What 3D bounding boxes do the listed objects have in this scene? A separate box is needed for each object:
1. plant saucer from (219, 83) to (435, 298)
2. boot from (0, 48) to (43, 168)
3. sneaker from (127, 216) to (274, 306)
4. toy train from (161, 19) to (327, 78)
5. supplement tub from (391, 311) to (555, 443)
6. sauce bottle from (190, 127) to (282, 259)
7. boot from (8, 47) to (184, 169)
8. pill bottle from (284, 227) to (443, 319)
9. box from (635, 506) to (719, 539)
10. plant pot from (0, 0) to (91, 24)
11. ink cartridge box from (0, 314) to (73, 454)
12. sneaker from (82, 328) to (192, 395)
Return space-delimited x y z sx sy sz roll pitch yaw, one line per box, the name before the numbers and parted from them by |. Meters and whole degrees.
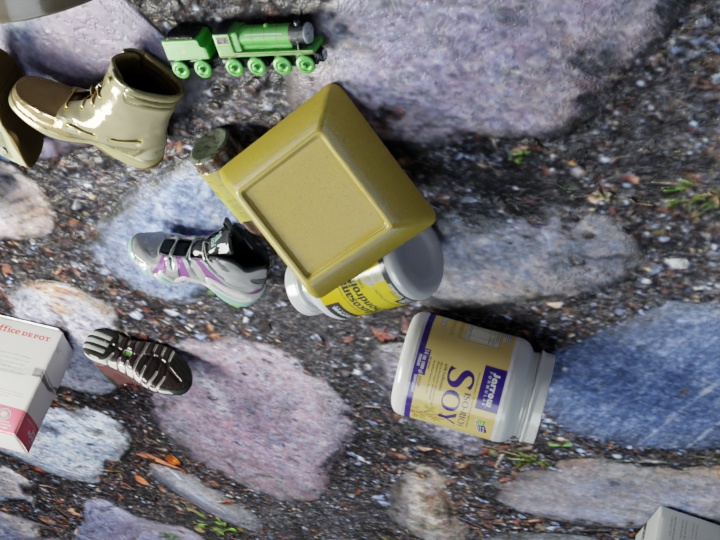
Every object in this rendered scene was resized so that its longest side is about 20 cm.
plant saucer | -0.047 -0.080 1.338 0.199 0.048 0.201 -33 100 29
boot | -0.498 -0.216 1.463 0.153 0.073 0.201 15 150 10
sneaker | -0.211 -0.033 1.573 0.198 0.078 0.140 17 145 -12
toy train | -0.129 -0.245 1.266 0.198 0.042 0.057 2 131 25
supplement tub | 0.152 0.148 1.564 0.198 0.146 0.146 15 146 8
sauce bottle | -0.137 -0.090 1.457 0.064 0.065 0.200 -6 136 33
boot | -0.314 -0.210 1.374 0.198 0.073 0.156 24 146 -9
pill bottle | 0.000 0.000 1.468 0.199 0.113 0.112 -16 132 41
box | 0.531 0.511 1.819 0.198 0.200 0.131 17 145 4
plant pot | -0.321 -0.355 1.103 0.198 0.201 0.175 3 126 23
ink cartridge box | -0.594 0.190 1.956 0.145 0.201 0.083 12 149 12
sneaker | -0.362 0.168 1.932 0.198 0.076 0.116 24 152 14
